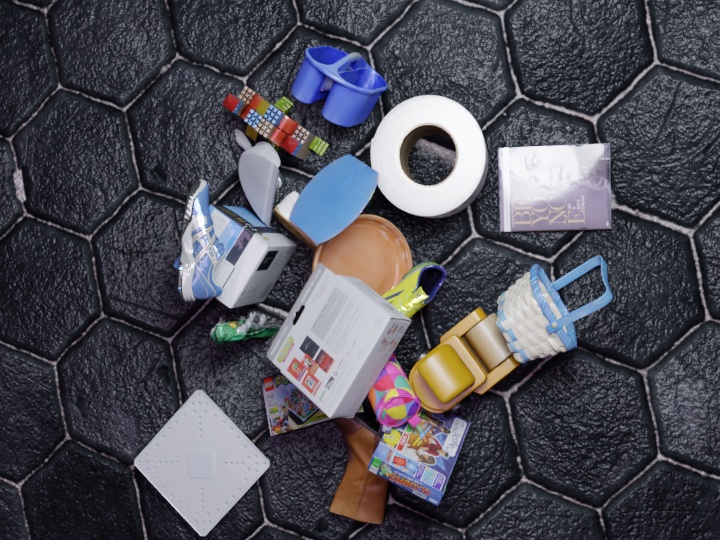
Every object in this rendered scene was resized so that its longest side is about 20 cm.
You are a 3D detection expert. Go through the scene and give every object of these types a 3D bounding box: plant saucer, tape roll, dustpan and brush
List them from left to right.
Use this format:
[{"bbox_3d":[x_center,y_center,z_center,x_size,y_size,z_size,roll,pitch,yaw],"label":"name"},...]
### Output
[{"bbox_3d":[-0.193,-0.194,1.718,0.200,0.057,0.141,45,139,29],"label":"dustpan and brush"},{"bbox_3d":[0.000,0.000,1.686,0.197,0.037,0.204,-3,98,-26],"label":"plant saucer"},{"bbox_3d":[0.124,-0.195,1.651,0.199,0.139,0.207,0,92,9],"label":"tape roll"}]

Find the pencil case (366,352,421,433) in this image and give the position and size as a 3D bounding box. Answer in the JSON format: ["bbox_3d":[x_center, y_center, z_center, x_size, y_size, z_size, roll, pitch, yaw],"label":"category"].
[{"bbox_3d":[0.039,0.187,1.657,0.088,0.088,0.201,-36,43,9],"label":"pencil case"}]

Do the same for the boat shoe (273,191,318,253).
[{"bbox_3d":[-0.066,-0.066,1.721,0.200,0.071,0.069,43,78,-4],"label":"boat shoe"}]

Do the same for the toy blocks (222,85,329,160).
[{"bbox_3d":[-0.162,-0.269,1.700,0.199,0.137,0.101,36,97,7],"label":"toy blocks"}]

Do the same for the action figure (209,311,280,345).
[{"bbox_3d":[-0.220,0.105,1.687,0.116,0.200,0.056,-7,90,9],"label":"action figure"}]

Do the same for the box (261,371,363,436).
[{"bbox_3d":[-0.090,0.224,1.702,0.198,0.034,0.112,-22,74,34],"label":"box"}]

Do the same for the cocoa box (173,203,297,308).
[{"bbox_3d":[-0.220,-0.028,1.683,0.130,0.200,0.134,34,97,8],"label":"cocoa box"}]

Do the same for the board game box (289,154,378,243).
[{"bbox_3d":[-0.036,-0.116,1.632,0.158,0.200,0.039,-48,125,-2],"label":"board game box"}]

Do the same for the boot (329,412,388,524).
[{"bbox_3d":[-0.022,0.350,1.740,0.185,0.069,0.203,16,101,2],"label":"boot"}]

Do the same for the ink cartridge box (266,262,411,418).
[{"bbox_3d":[-0.041,0.117,1.604,0.175,0.083,0.202,38,102,28],"label":"ink cartridge box"}]

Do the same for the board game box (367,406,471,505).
[{"bbox_3d":[0.106,0.304,1.638,0.134,0.200,0.035,26,122,8],"label":"board game box"}]

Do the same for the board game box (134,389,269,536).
[{"bbox_3d":[-0.301,0.365,1.795,0.200,0.026,0.200,44,97,6],"label":"board game box"}]

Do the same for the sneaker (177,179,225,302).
[{"bbox_3d":[-0.262,-0.049,1.563,0.076,0.076,0.204,3,91,-10],"label":"sneaker"}]

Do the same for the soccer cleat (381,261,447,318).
[{"bbox_3d":[0.078,0.058,1.653,0.200,0.083,0.065,-48,112,-23],"label":"soccer cleat"}]

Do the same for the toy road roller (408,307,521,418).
[{"bbox_3d":[0.175,0.165,1.640,0.199,0.146,0.124,-39,78,7],"label":"toy road roller"}]

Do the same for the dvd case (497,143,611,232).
[{"bbox_3d":[0.345,-0.146,1.675,0.196,0.016,0.152,-1,91,10],"label":"dvd case"}]

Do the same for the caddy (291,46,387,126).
[{"bbox_3d":[-0.032,-0.335,1.652,0.140,0.200,0.106,34,114,8],"label":"caddy"}]

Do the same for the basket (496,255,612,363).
[{"bbox_3d":[0.335,0.057,1.608,0.199,0.177,0.140,-35,100,22],"label":"basket"}]
